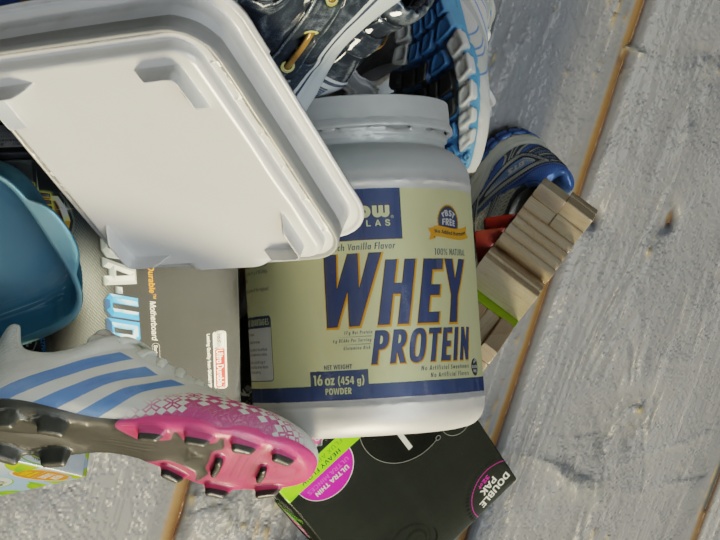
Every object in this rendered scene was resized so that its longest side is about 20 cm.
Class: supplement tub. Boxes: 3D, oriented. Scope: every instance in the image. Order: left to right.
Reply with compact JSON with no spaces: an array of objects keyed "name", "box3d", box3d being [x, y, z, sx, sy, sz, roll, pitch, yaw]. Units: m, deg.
[{"name":"supplement tub","box3d":[0.000,0.000,0.936,0.145,0.145,0.200,-2,86,-32]}]

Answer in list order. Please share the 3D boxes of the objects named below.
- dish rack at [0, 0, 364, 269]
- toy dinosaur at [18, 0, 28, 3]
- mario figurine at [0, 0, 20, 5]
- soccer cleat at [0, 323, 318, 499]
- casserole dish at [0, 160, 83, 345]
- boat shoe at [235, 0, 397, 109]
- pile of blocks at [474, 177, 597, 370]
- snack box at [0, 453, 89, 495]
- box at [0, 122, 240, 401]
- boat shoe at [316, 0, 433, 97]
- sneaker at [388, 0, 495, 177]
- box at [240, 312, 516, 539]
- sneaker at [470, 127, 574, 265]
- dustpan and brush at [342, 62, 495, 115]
[{"name":"dish rack","box3d":[-0.106,-0.063,0.807,0.200,0.172,0.044,56,40,-45]},{"name":"toy dinosaur","box3d":[-0.183,-0.111,0.841,0.200,0.060,0.106,6,123,-18]},{"name":"mario figurine","box3d":[-0.175,-0.142,0.928,0.200,0.123,0.106,2,68,-25]},{"name":"soccer cleat","box3d":[-0.120,0.073,0.869,0.200,0.086,0.070,10,141,-6]},{"name":"casserole dish","box3d":[-0.252,-0.003,0.896,0.200,0.039,0.121,-18,119,19]},{"name":"boat shoe","box3d":[-0.056,-0.135,0.801,0.091,0.071,0.200,0,148,-41]},{"name":"pile of blocks","box3d":[0.093,0.007,1.056,0.200,0.062,0.082,-49,175,-35]},{"name":"snack box","box3d":[-0.283,0.090,0.908,0.200,0.142,0.053,20,65,-38]},{"name":"box","box3d":[-0.156,0.000,0.956,0.159,0.046,0.200,-2,124,-7]},{"name":"boat shoe","box3d":[0.008,-0.190,0.927,0.091,0.200,0.071,-31,122,32]},{"name":"sneaker","box3d":[0.065,-0.156,1.019,0.087,0.075,0.200,4,74,-47]},{"name":"box","box3d":[-0.008,0.117,1.105,0.149,0.124,0.200,-41,127,-10]},{"name":"sneaker","box3d":[0.097,-0.007,1.140,0.077,0.085,0.200,16,103,-36]},{"name":"dustpan and brush","box3d":[0.013,-0.110,1.055,0.200,0.057,0.140,39,88,-37]}]
